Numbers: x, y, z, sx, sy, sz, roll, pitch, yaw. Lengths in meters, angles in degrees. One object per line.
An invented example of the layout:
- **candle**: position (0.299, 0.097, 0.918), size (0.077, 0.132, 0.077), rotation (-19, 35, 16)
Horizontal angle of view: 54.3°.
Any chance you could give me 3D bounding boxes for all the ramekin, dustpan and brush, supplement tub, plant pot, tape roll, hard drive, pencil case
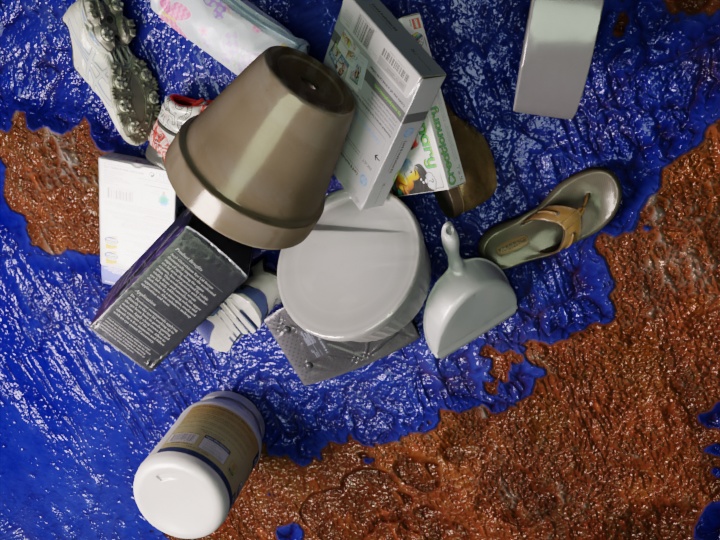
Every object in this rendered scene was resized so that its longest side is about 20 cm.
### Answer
- **ramekin**: position (0.000, 0.000, 0.910), size (0.202, 0.094, 0.203), rotation (-8, 69, 22)
- **dustpan and brush**: position (0.132, 0.016, 0.900), size (0.139, 0.057, 0.200), rotation (-30, 144, -10)
- **supplement tub**: position (-0.235, 0.286, 1.066), size (0.144, 0.200, 0.145), rotation (5, 113, 12)
- **plant pot**: position (-0.101, -0.154, 0.813), size (0.200, 0.200, 0.174), rotation (37, 124, -3)
- **tape roll**: position (0.209, -0.264, 0.738), size (0.066, 0.200, 0.201), rotation (9, 113, 10)
- **hard drive**: position (-0.026, 0.077, 1.019), size (0.200, 0.042, 0.135), rotation (-25, 104, 20)
- **pencil case**: position (-0.159, -0.304, 0.873), size (0.200, 0.083, 0.091), rotation (38, 129, -4)

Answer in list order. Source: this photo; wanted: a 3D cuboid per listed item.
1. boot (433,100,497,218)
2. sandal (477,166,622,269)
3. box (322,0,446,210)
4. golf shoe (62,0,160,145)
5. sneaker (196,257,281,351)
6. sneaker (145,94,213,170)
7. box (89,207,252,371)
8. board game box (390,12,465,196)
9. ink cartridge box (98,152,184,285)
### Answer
- **boot**: position (0.112, -0.172, 0.885), size (0.075, 0.074, 0.200), rotation (-23, 102, -10)
- **sandal**: position (0.239, -0.057, 0.895), size (0.200, 0.055, 0.082), rotation (-27, 104, 22)
- **box**: position (0.006, -0.195, 0.825), size (0.156, 0.041, 0.200), rotation (55, 141, 26)
- **golf shoe**: position (-0.338, -0.267, 0.950), size (0.097, 0.078, 0.200), rotation (-1, 110, 35)
- **sneaker**: position (-0.163, 0.046, 1.021), size (0.199, 0.115, 0.081), rotation (-23, 105, 51)
- **sneaker**: position (-0.187, -0.161, 0.947), size (0.201, 0.067, 0.108), rotation (27, 115, 2)
- **box**: position (-0.250, 0.013, 0.958), size (0.200, 0.148, 0.104), rotation (-44, 109, 12)
- **board game box**: position (0.049, -0.191, 0.851), size (0.126, 0.035, 0.200), rotation (-1, 110, 55)
- **ink cartridge box**: position (-0.321, -0.065, 1.033), size (0.119, 0.042, 0.200), rotation (11, 111, 7)
